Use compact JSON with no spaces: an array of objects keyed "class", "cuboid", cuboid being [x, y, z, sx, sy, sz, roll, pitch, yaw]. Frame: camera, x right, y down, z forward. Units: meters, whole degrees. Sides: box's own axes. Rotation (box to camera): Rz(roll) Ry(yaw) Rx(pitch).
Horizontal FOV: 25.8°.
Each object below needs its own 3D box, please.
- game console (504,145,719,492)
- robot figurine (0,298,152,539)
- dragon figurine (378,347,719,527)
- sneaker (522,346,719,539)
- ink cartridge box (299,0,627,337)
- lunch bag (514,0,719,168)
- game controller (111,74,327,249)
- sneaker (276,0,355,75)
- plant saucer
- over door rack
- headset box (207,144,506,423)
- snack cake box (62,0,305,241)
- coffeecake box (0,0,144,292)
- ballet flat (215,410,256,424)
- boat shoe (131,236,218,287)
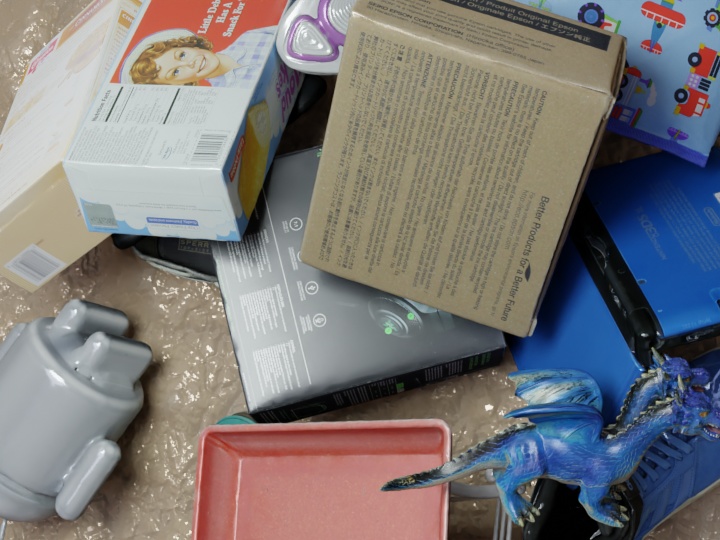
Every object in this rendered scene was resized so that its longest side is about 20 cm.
[{"class":"game console","cuboid":[0.188,0.025,1.032,0.169,0.119,0.201,-14,34,-2]},{"class":"robot figurine","cuboid":[-0.251,0.119,1.256,0.200,0.113,0.170,-51,52,14]},{"class":"dragon figurine","cuboid":[0.113,0.093,0.922,0.198,0.059,0.100,4,114,6]},{"class":"sneaker","cuboid":[0.186,0.129,1.038,0.200,0.111,0.077,-46,68,16]},{"class":"ink cartridge box","cuboid":[0.060,-0.073,0.986,0.163,0.075,0.201,18,131,4]},{"class":"lunch bag","cuboid":[0.152,-0.175,1.015,0.152,0.198,0.094,-69,20,8]},{"class":"game controller","cuboid":[-0.111,-0.087,1.190,0.199,0.042,0.104,-39,25,-1]},{"class":"sneaker","cuboid":[0.020,-0.194,1.125,0.199,0.099,0.075,-34,99,-21]},{"class":"plant saucer","cuboid":[-0.023,0.201,1.014,0.198,0.037,0.202,-5,75,34]},{"class":"over door rack","cuboid":[0.024,0.218,1.074,0.199,0.066,0.149,-21,52,47]},{"class":"headset box","cuboid":[0.000,0.000,1.120,0.198,0.093,0.176,-16,78,0]},{"class":"snack cake box","cuboid":[-0.115,-0.116,1.094,0.114,0.068,0.201,3,47,16]},{"class":"coffeecake box","cuboid":[-0.215,-0.107,1.203,0.153,0.073,0.201,-31,37,41]},{"class":"ballet flat","cuboid":[-0.053,0.148,1.166,0.200,0.063,0.068,3,79,64]},{"class":"boat shoe","cuboid":[-0.086,-0.013,1.212,0.198,0.064,0.072,2,87,27]}]
